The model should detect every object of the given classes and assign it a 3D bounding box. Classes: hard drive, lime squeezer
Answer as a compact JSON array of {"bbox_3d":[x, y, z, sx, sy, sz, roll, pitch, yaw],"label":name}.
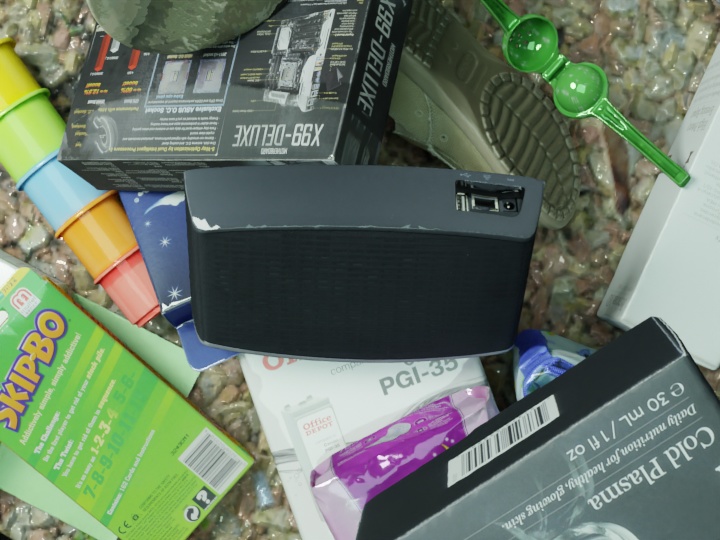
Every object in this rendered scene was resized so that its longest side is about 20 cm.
[{"bbox_3d":[0.000,0.000,0.850,0.198,0.135,0.043,1,48,-3],"label":"hard drive"},{"bbox_3d":[0.125,-0.126,0.916,0.200,0.071,0.038,44,80,-3],"label":"lime squeezer"}]

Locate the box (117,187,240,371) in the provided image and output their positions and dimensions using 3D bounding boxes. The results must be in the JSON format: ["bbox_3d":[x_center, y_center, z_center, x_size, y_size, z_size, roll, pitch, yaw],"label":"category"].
[{"bbox_3d":[-0.087,-0.049,0.940,0.120,0.032,0.201,-24,67,1],"label":"box"}]

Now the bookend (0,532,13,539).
[{"bbox_3d":[-0.267,0.275,0.960,0.198,0.092,0.201,31,93,0],"label":"bookend"}]

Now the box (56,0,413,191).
[{"bbox_3d":[-0.073,-0.127,0.897,0.199,0.050,0.159,1,69,28],"label":"box"}]

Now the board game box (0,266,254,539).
[{"bbox_3d":[-0.171,0.093,0.958,0.200,0.030,0.096,43,87,-20],"label":"board game box"}]

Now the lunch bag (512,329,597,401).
[{"bbox_3d":[0.163,0.122,0.911,0.127,0.170,0.200,-40,91,4],"label":"lunch bag"}]

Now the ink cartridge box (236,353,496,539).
[{"bbox_3d":[0.018,0.110,0.956,0.145,0.083,0.201,-20,91,2],"label":"ink cartridge box"}]

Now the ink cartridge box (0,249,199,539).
[{"bbox_3d":[-0.223,0.076,0.978,0.199,0.048,0.146,27,91,2],"label":"ink cartridge box"}]

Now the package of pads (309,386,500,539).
[{"bbox_3d":[0.064,0.181,0.880,0.120,0.076,0.201,-26,92,-1],"label":"package of pads"}]

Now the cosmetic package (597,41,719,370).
[{"bbox_3d":[0.225,-0.045,0.942,0.074,0.102,0.201,26,91,0],"label":"cosmetic package"}]

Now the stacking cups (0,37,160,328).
[{"bbox_3d":[-0.191,-0.052,0.971,0.060,0.061,0.201,-35,94,2],"label":"stacking cups"}]

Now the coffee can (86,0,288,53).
[{"bbox_3d":[-0.123,-0.244,0.846,0.146,0.146,0.201,-31,62,2],"label":"coffee can"}]

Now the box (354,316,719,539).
[{"bbox_3d":[0.130,0.165,0.773,0.199,0.124,0.197,-34,94,7],"label":"box"}]

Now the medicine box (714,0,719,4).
[{"bbox_3d":[0.241,-0.228,0.895,0.199,0.182,0.103,32,91,-1],"label":"medicine box"}]

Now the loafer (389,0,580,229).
[{"bbox_3d":[0.063,-0.102,0.959,0.200,0.068,0.076,47,54,-14],"label":"loafer"}]
